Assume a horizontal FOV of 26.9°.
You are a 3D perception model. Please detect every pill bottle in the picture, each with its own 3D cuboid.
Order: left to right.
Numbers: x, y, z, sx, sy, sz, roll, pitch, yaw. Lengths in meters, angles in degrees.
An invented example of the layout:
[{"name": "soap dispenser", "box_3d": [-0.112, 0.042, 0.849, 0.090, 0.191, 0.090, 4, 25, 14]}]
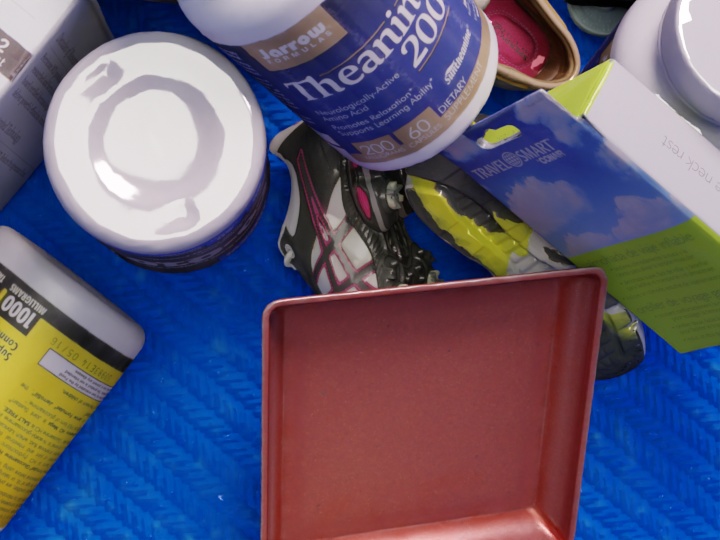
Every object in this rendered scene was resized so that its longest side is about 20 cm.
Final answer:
[{"name": "pill bottle", "box_3d": [-0.226, 0.083, 0.872, 0.112, 0.112, 0.200, 37, 85, 0]}, {"name": "pill bottle", "box_3d": [-0.107, -0.057, 0.845, 0.113, 0.200, 0.114, 0, 86, -2]}, {"name": "pill bottle", "box_3d": [-0.023, -0.143, 0.759, 0.111, 0.200, 0.111, -19, 54, 28]}, {"name": "pill bottle", "box_3d": [0.191, -0.102, 0.858, 0.119, 0.200, 0.120, 1, 78, -6]}]

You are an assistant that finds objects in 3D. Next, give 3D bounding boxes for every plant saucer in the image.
[{"name": "plant saucer", "box_3d": [0.036, 0.088, 0.874, 0.199, 0.037, 0.201, -6, 120, -15]}]

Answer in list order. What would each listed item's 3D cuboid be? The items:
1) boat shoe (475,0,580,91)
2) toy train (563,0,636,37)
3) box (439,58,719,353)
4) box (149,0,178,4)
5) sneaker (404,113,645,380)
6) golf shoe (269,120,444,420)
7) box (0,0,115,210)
[{"name": "boat shoe", "box_3d": [0.059, -0.168, 0.880, 0.200, 0.069, 0.074, 30, 90, -36]}, {"name": "toy train", "box_3d": [0.208, -0.205, 0.936, 0.199, 0.085, 0.114, 4, 76, -3]}, {"name": "box", "box_3d": [0.149, -0.035, 0.819, 0.200, 0.122, 0.048, 38, 66, -15]}, {"name": "box", "box_3d": [-0.111, -0.235, 0.862, 0.048, 0.200, 0.159, 30, 85, -36]}, {"name": "sneaker", "box_3d": [0.112, -0.020, 0.918, 0.074, 0.085, 0.200, -28, 112, 33]}, {"name": "golf shoe", "box_3d": [0.000, 0.000, 0.921, 0.088, 0.077, 0.201, -4, 95, 27]}, {"name": "box", "box_3d": [-0.255, -0.147, 0.842, 0.199, 0.200, 0.131, 38, 85, -1]}]
